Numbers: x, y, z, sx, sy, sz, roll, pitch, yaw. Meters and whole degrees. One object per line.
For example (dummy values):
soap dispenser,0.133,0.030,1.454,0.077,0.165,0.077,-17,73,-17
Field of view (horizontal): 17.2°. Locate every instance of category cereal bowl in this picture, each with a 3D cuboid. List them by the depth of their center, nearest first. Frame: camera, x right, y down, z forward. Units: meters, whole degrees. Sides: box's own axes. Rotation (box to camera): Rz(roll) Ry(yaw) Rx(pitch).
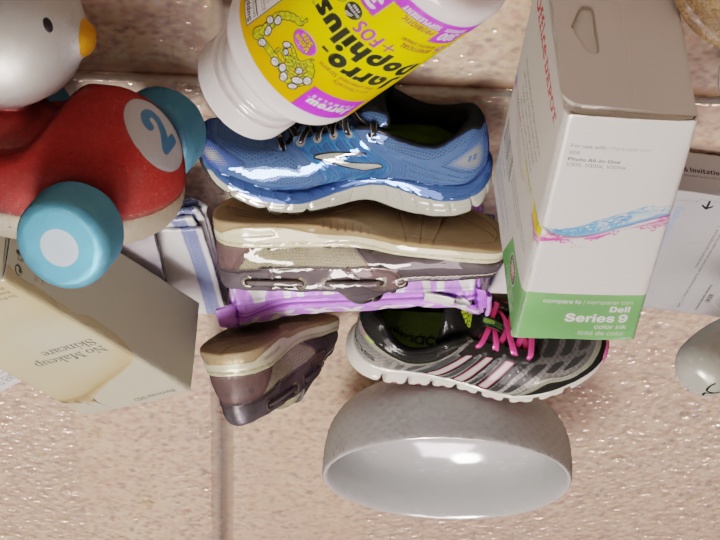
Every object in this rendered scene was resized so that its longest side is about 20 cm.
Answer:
cereal bowl,0.069,0.130,1.889,0.199,0.084,0.200,1,156,1

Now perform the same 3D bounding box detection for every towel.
towel,-0.198,-0.007,1.701,0.199,0.024,0.147,-2,150,6

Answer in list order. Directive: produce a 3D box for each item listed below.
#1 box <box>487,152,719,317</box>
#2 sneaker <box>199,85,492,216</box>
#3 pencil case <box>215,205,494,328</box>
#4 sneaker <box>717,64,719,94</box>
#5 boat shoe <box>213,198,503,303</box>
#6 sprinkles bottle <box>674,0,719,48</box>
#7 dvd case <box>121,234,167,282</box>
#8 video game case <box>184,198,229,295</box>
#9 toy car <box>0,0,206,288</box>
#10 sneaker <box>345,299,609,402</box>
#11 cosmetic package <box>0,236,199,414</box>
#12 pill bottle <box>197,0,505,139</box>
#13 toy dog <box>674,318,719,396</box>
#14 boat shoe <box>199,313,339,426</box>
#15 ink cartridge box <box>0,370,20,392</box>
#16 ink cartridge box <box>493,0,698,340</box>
box,0.204,-0.028,1.684,0.199,0.041,0.156,7,148,-8
sneaker,-0.010,-0.092,1.570,0.199,0.079,0.089,0,134,-5
pencil case,0.000,0.000,1.691,0.199,0.086,0.084,-3,146,8
sneaker,0.305,-0.137,1.471,0.200,0.080,0.070,-26,141,38
boat shoe,-0.001,-0.011,1.614,0.199,0.072,0.065,3,117,1
sprinkles bottle,0.264,-0.204,1.371,0.068,0.068,0.200,19,144,-27
dvd case,-0.212,-0.013,1.651,0.148,0.016,0.200,1,151,2
video game case,-0.207,-0.013,1.734,0.199,0.023,0.182,-11,146,17
toy car,-0.196,-0.122,1.454,0.176,0.184,0.200,8,119,14
sneaker,0.087,0.047,1.774,0.199,0.074,0.087,4,155,4
cosmetic package,-0.211,0.024,1.625,0.103,0.073,0.200,-15,147,32
pill bottle,-0.010,-0.154,1.425,0.104,0.104,0.200,24,142,-32
toy dog,0.320,0.041,1.672,0.200,0.096,0.132,-41,163,-4
boat shoe,-0.065,0.069,1.736,0.072,0.065,0.200,0,-173,14
ink cartridge box,-0.322,0.054,1.686,0.095,0.037,0.200,-28,154,24
ink cartridge box,0.142,-0.075,1.477,0.087,0.146,0.200,2,137,-5
